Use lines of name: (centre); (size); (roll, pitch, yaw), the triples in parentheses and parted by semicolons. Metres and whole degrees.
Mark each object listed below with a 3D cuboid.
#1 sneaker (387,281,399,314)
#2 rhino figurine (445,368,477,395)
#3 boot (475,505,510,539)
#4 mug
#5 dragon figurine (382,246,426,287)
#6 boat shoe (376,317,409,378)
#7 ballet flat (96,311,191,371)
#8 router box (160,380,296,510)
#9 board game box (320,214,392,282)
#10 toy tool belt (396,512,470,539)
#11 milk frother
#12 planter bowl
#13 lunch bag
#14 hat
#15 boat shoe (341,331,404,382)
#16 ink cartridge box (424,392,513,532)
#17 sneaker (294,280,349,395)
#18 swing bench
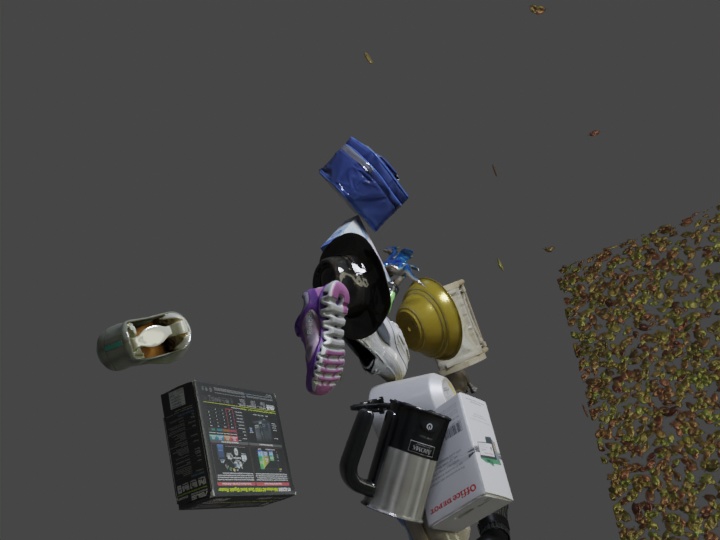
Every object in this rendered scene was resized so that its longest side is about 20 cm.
sneaker: (0.009, 0.035, 1.628); (0.199, 0.084, 0.077); (23, -23, 49)
rhino figurine: (0.237, 0.310, 2.031); (0.088, 0.059, 0.200); (51, 26, -11)
boot: (0.294, 0.584, 1.860); (0.211, 0.078, 0.160); (54, 29, -57)
mug: (0.117, 0.268, 1.659); (0.150, 0.152, 0.188); (52, 25, -31)
dragon figurine: (0.100, -0.013, 1.917); (0.099, 0.199, 0.059); (-35, 116, -29)
boat shoe: (0.054, 0.140, 1.714); (0.066, 0.073, 0.202); (-60, 145, -38)
ballet flat: (-0.258, 0.087, 1.062); (0.068, 0.063, 0.200); (68, 21, 3)
router box: (-0.175, 0.239, 1.109); (0.199, 0.062, 0.152); (27, 44, -59)
board game box: (0.000, 0.000, 1.797); (0.202, 0.043, 0.199); (63, 22, -11)
toy tool belt: (0.107, 0.455, 1.541); (0.124, 0.123, 0.202); (-3, 59, -52)
milk frother: (0.050, 0.330, 1.484); (0.200, 0.178, 0.191); (111, -3, -81)
planter bowl: (0.139, 0.124, 1.890); (0.083, 0.200, 0.203); (-18, 84, -33)
lunch bag: (0.019, -0.197, 1.857); (0.136, 0.132, 0.200); (45, 1, 44)
hat: (-0.036, 0.032, 1.531); (0.080, 0.200, 0.203); (-5, 72, -48)
boat shoe: (0.023, 0.172, 1.657); (0.201, 0.071, 0.069); (60, 42, -35)
ink cartridge box: (0.176, 0.350, 1.483); (0.084, 0.146, 0.202); (23, 40, -36)
sneaker: (-0.077, 0.119, 1.456); (0.080, 0.087, 0.203); (27, 66, -59)
swing bench: (0.226, 0.138, 2.038); (0.200, 0.128, 0.202); (-6, 76, -80)
